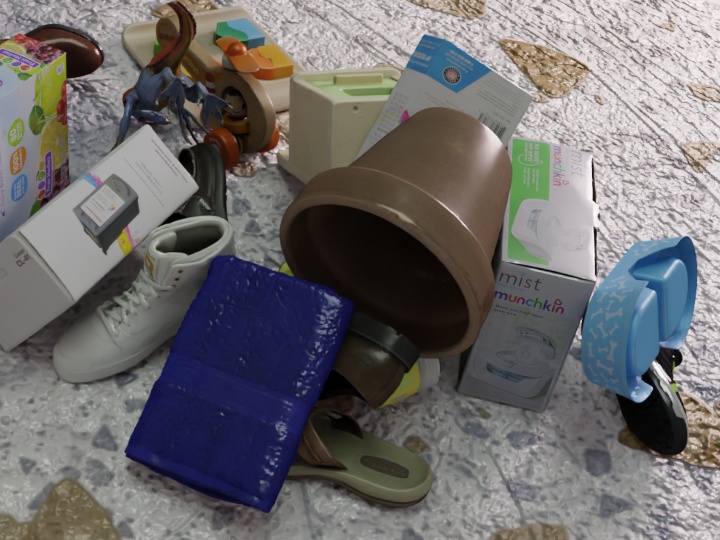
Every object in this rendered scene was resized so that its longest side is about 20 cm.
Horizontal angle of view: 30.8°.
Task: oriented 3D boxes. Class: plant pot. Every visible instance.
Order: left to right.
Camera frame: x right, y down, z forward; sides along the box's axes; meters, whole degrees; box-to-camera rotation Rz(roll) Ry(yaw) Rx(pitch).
[{"bbox_3d":[0.054,-0.050,1.175,0.199,0.201,0.175,26,57,15],"label":"plant pot"}]

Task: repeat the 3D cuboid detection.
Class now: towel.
[{"bbox_3d":[-0.101,0.097,1.132,0.146,0.050,0.202,18,76,20],"label":"towel"}]

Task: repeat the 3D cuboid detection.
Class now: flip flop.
[{"bbox_3d":[-0.029,0.152,1.159,0.198,0.058,0.081,18,41,6],"label":"flip flop"}]

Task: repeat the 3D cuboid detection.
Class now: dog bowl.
[{"bbox_3d":[0.261,0.040,1.219,0.049,0.112,0.200,8,30,30],"label":"dog bowl"}]

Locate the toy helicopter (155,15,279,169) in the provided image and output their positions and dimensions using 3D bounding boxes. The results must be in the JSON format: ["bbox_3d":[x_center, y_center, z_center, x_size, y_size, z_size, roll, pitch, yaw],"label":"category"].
[{"bbox_3d":[-0.164,-0.220,1.463,0.079,0.133,0.200,-28,66,-37],"label":"toy helicopter"}]

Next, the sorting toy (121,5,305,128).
[{"bbox_3d":[-0.172,-0.258,1.596,0.184,0.037,0.200,-16,49,-29],"label":"sorting toy"}]

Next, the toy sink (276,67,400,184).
[{"bbox_3d":[-0.004,-0.155,1.410,0.129,0.113,0.200,-5,18,-19],"label":"toy sink"}]

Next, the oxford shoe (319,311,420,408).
[{"bbox_3d":[-0.049,0.069,1.180,0.199,0.073,0.085,20,70,37],"label":"oxford shoe"}]

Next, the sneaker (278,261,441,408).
[{"bbox_3d":[-0.019,0.057,1.256,0.090,0.079,0.200,-33,56,-31],"label":"sneaker"}]

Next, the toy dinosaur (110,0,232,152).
[{"bbox_3d":[-0.209,-0.197,1.415,0.104,0.202,0.181,1,17,-33],"label":"toy dinosaur"}]

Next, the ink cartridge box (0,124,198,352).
[{"bbox_3d":[-0.265,-0.031,1.226,0.086,0.147,0.200,49,45,-11],"label":"ink cartridge box"}]

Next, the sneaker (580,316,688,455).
[{"bbox_3d":[0.292,0.094,1.296,0.082,0.072,0.201,-3,44,-19],"label":"sneaker"}]

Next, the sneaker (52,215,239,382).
[{"bbox_3d":[-0.201,0.017,1.198,0.199,0.116,0.074,-29,58,-18],"label":"sneaker"}]

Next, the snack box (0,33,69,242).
[{"bbox_3d":[-0.369,-0.110,1.280,0.067,0.170,0.200,23,43,17],"label":"snack box"}]

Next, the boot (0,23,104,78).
[{"bbox_3d":[-0.391,-0.198,1.450,0.186,0.069,0.201,8,42,-6],"label":"boot"}]

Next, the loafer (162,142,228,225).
[{"bbox_3d":[-0.174,-0.061,1.346,0.071,0.073,0.201,1,43,-16],"label":"loafer"}]

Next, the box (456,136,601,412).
[{"bbox_3d":[0.166,0.002,1.287,0.096,0.178,0.201,12,42,-1],"label":"box"}]

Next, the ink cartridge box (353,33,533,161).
[{"bbox_3d":[0.069,-0.117,1.300,0.115,0.201,0.068,28,5,-23],"label":"ink cartridge box"}]
